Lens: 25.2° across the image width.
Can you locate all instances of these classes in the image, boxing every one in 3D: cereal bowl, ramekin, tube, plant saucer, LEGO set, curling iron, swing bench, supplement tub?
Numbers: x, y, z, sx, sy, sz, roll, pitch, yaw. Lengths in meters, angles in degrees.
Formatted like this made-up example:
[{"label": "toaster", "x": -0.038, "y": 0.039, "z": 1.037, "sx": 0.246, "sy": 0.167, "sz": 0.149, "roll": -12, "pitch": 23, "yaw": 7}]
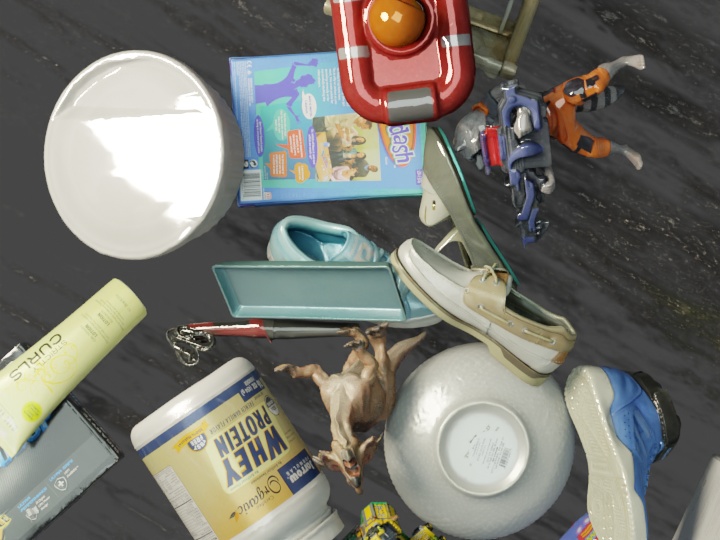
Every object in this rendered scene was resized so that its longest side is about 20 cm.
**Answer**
[{"label": "cereal bowl", "x": 0.121, "y": 0.174, "z": 1.623, "sx": 0.198, "sy": 0.083, "sz": 0.202, "roll": 0, "pitch": 89, "yaw": 2}, {"label": "ramekin", "x": -0.207, "y": -0.114, "z": 1.606, "sx": 0.201, "sy": 0.094, "sz": 0.204, "roll": 1, "pitch": 92, "yaw": 20}, {"label": "tube", "x": -0.301, "y": 0.092, "z": 1.617, "sx": 0.200, "sy": 0.052, "sz": 0.058, "roll": -43, "pitch": 50, "yaw": -19}, {"label": "plant saucer", "x": -0.050, "y": 0.018, "z": 1.604, "sx": 0.198, "sy": 0.019, "sz": 0.070, "roll": 1, "pitch": 130, "yaw": 27}, {"label": "LEGO set", "x": 0.006, "y": 0.339, "z": 1.583, "sx": 0.199, "sy": 0.116, "sz": 0.154, "roll": -35, "pitch": 111, "yaw": 6}, {"label": "curling iron", "x": -0.100, "y": 0.069, "z": 1.654, "sx": 0.198, "sy": 0.026, "sz": 0.050, "roll": -4, "pitch": 53, "yaw": -2}, {"label": "swing bench", "x": 0.090, "y": -0.313, "z": 1.603, "sx": 0.197, "sy": 0.130, "sz": 0.202, "roll": 20, "pitch": 98, "yaw": 1}, {"label": "supplement tub", "x": -0.119, "y": 0.204, "z": 1.599, "sx": 0.144, "sy": 0.144, "sz": 0.201, "roll": -34, "pitch": 89, "yaw": 1}]

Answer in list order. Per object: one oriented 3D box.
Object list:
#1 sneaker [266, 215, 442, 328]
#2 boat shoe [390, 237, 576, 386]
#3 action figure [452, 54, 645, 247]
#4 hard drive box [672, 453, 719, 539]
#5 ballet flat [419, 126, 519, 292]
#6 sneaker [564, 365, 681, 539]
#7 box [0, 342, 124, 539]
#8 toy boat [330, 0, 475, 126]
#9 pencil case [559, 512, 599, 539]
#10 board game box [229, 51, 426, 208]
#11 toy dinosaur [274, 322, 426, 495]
[{"label": "sneaker", "x": 0.000, "y": 0.000, "z": 1.619, "sx": 0.198, "sy": 0.082, "sz": 0.074, "roll": 17, "pitch": 70, "yaw": 1}, {"label": "boat shoe", "x": 0.122, "y": 0.026, "z": 1.577, "sx": 0.199, "sy": 0.075, "sz": 0.068, "roll": 36, "pitch": 116, "yaw": -11}, {"label": "action figure", "x": 0.185, "y": -0.130, "z": 1.621, "sx": 0.192, "sy": 0.105, "sz": 0.201, "roll": -6, "pitch": 130, "yaw": -6}, {"label": "hard drive box", "x": 0.359, "y": 0.272, "z": 1.557, "sx": 0.076, "sy": 0.200, "sz": 0.157, "roll": 25, "pitch": 91, "yaw": 2}, {"label": "ballet flat", "x": 0.094, "y": -0.046, "z": 1.607, "sx": 0.063, "sy": 0.067, "sz": 0.201, "roll": -28, "pitch": 111, "yaw": 1}, {"label": "sneaker", "x": 0.276, "y": 0.188, "z": 1.591, "sx": 0.110, "sy": 0.077, "sz": 0.201, "roll": 3, "pitch": 58, "yaw": -27}, {"label": "box", "x": -0.366, "y": 0.198, "z": 1.654, "sx": 0.200, "sy": 0.046, "sz": 0.159, "roll": -41, "pitch": 88, "yaw": 1}, {"label": "toy boat", "x": 0.036, "y": -0.234, "z": 1.486, "sx": 0.129, "sy": 0.131, "sz": 0.202, "roll": -7, "pitch": 97, "yaw": 5}, {"label": "pencil case", "x": 0.199, "y": 0.336, "z": 1.620, "sx": 0.200, "sy": 0.078, "sz": 0.087, "roll": -48, "pitch": 55, "yaw": 2}, {"label": "board game box", "x": -0.030, "y": -0.145, "z": 1.645, "sx": 0.198, "sy": 0.045, "sz": 0.154, "roll": -3, "pitch": 90, "yaw": 2}, {"label": "toy dinosaur", "x": 0.002, "y": 0.131, "z": 1.590, "sx": 0.085, "sy": 0.200, "sz": 0.137, "roll": -14, "pitch": 101, "yaw": 37}]
